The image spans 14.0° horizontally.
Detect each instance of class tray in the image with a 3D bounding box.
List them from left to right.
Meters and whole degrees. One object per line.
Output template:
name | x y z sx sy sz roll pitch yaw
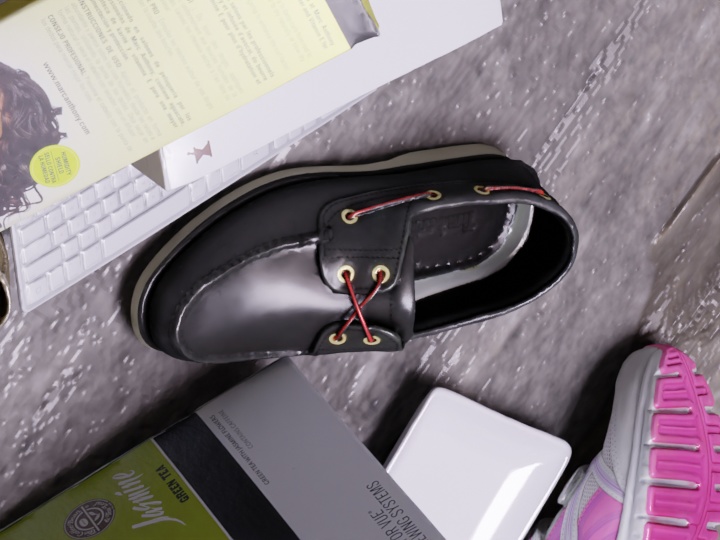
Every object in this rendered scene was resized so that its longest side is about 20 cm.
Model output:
tray | 0.012 0.148 1.341 0.107 0.022 0.201 25 98 -44

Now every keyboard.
keyboard | -0.061 -0.052 1.145 0.200 0.011 0.057 -34 132 -35

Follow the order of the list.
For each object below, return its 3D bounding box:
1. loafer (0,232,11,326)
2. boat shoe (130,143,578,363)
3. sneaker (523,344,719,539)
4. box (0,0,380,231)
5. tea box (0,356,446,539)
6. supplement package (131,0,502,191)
loafer | -0.198 -0.022 1.037 0.199 0.067 0.076 15 104 -43
boat shoe | 0.000 -0.002 1.217 0.201 0.063 0.074 -15 126 -31
sneaker | 0.111 0.131 1.374 0.081 0.088 0.201 26 74 -53
box | -0.099 -0.070 0.968 0.199 0.050 0.075 -28 125 4
tea box | -0.048 0.176 1.169 0.196 0.200 0.134 -30 131 -12
supplement package | -0.050 -0.161 1.047 0.155 0.111 0.201 -28 130 -24
